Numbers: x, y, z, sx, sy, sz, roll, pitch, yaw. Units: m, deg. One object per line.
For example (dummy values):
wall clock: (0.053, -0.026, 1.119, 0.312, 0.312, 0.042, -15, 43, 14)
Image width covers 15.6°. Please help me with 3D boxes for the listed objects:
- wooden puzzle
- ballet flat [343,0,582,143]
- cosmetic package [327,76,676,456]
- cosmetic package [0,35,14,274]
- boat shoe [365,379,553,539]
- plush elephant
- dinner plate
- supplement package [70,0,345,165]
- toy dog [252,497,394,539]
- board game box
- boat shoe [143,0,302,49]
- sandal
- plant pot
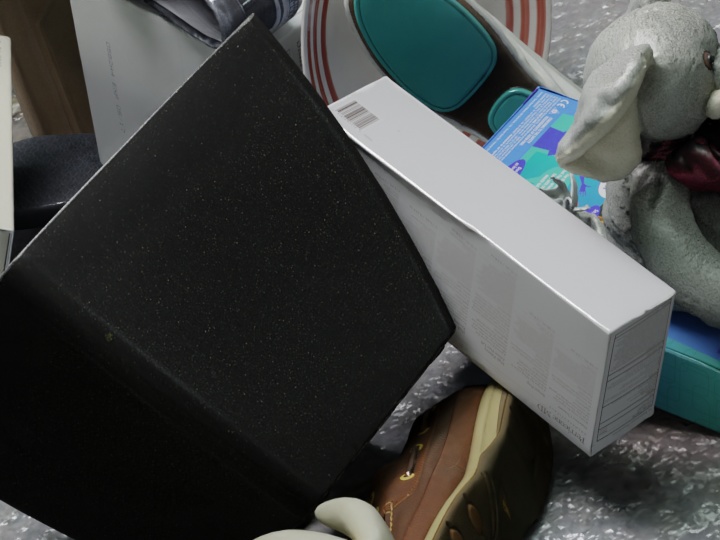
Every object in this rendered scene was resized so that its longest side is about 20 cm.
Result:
wooden puzzle: (-0.140, -0.174, 1.654, 0.199, 0.186, 0.037, -29, 36, -15)
ballet flat: (0.070, -0.111, 1.464, 0.070, 0.199, 0.070, -48, 17, 20)
cosmetic package: (0.061, -0.005, 1.259, 0.050, 0.083, 0.200, -28, 52, -33)
cosmetic package: (-0.241, -0.045, 1.505, 0.072, 0.104, 0.201, 7, 34, -12)
boat shoe: (0.037, 0.122, 1.226, 0.067, 0.072, 0.200, -11, 26, 23)
plush elephant: (0.165, -0.066, 1.253, 0.198, 0.156, 0.165, 7, 43, 12)
dinner plate: (0.035, -0.138, 1.493, 0.024, 0.201, 0.200, 13, 43, 45)
supplement package: (-0.046, -0.143, 1.561, 0.150, 0.153, 0.200, 29, 53, 31)
toy dog: (-0.084, 0.180, 1.120, 0.199, 0.139, 0.195, -13, 52, 35)
board game box: (0.138, -0.010, 1.346, 0.199, 0.045, 0.152, 22, 48, 28)
boat shoe: (-0.121, -0.183, 1.455, 0.068, 0.072, 0.200, -35, 57, -27)
sandal: (-0.149, -0.054, 1.624, 0.198, 0.043, 0.076, -11, 39, -4)
plant pot: (-0.075, 0.035, 1.263, 0.200, 0.177, 0.200, -50, 1, -35)
